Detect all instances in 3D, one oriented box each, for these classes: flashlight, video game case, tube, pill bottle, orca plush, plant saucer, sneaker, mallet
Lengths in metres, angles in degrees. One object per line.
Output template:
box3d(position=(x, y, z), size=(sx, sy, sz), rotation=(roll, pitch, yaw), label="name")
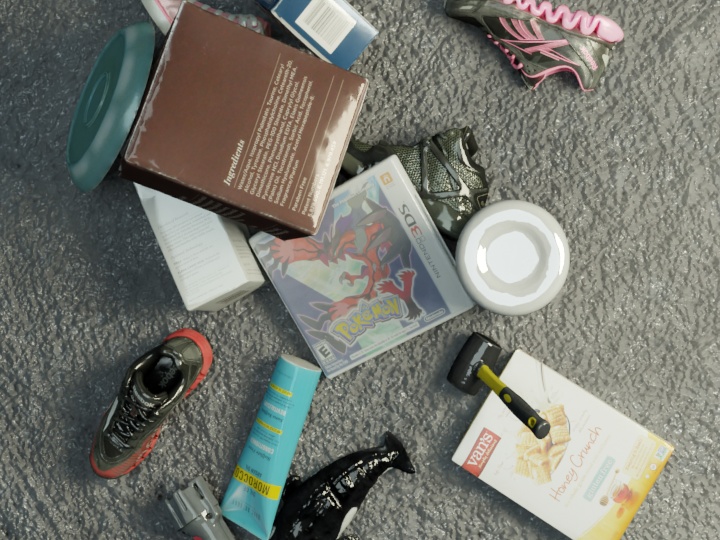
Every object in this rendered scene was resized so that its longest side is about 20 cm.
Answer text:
box3d(position=(-0.156, 0.336, 1.352), size=(0.067, 0.068, 0.201), rotation=(-31, 80, -18), label="flashlight")
box3d(position=(0.000, 0.000, 1.306), size=(0.199, 0.023, 0.184), rotation=(-28, 96, 25), label="video game case")
box3d(position=(-0.100, 0.196, 1.352), size=(0.077, 0.050, 0.202), rotation=(23, 96, 38), label="tube")
box3d(position=(0.159, -0.011, 1.234), size=(0.110, 0.200, 0.114), rotation=(0, 89, 9), label="pill bottle")
box3d(position=(-0.029, 0.264, 1.325), size=(0.198, 0.071, 0.106), rotation=(-27, 85, 8), label="orca plush")
box3d(position=(-0.281, -0.184, 1.320), size=(0.027, 0.200, 0.202), rotation=(20, 93, -27), label="plant saucer")
box3d(position=(-0.247, 0.153, 1.350), size=(0.071, 0.098, 0.201), rotation=(38, 96, 6), label="sneaker")
box3d(position=(0.054, -0.122, 1.319), size=(0.198, 0.076, 0.115), rotation=(27, 86, 10), label="sneaker")
box3d(position=(-0.162, -0.276, 1.354), size=(0.104, 0.075, 0.201), rotation=(-36, 91, 11), label="sneaker")
box3d(position=(0.142, 0.133, 1.249), size=(0.041, 0.200, 0.066), rotation=(27, 105, -23), label="mallet")
box3d(position=(0.180, -0.249, 1.306), size=(0.198, 0.079, 0.097), rotation=(18, 103, 10), label="sneaker")

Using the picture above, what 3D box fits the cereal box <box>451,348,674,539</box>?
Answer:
box3d(position=(0.217, 0.197, 1.302), size=(0.199, 0.040, 0.145), rotation=(31, 94, 8), label="cereal box")

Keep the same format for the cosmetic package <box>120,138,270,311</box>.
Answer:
box3d(position=(-0.184, -0.061, 1.337), size=(0.080, 0.113, 0.202), rotation=(-26, 84, 7), label="cosmetic package")

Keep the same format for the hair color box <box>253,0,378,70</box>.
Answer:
box3d(position=(-0.055, -0.272, 1.264), size=(0.100, 0.200, 0.061), rotation=(40, 96, -21), label="hair color box")

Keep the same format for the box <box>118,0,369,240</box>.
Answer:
box3d(position=(-0.122, -0.141, 1.202), size=(0.198, 0.166, 0.166), rotation=(21, 85, -14), label="box")
